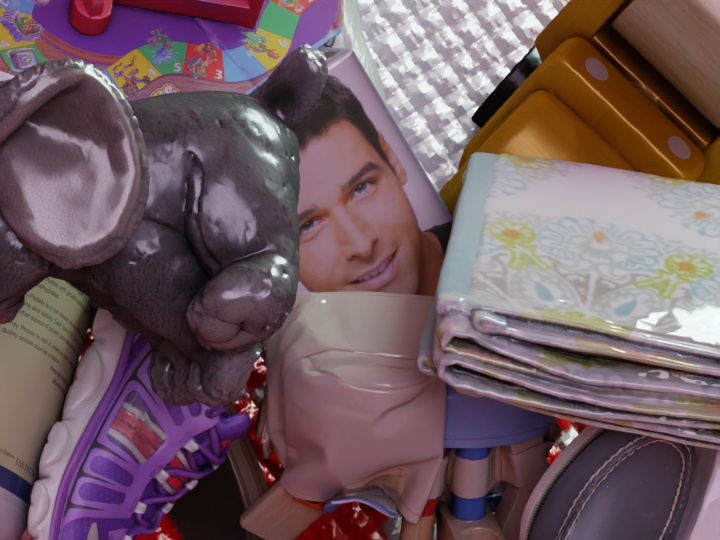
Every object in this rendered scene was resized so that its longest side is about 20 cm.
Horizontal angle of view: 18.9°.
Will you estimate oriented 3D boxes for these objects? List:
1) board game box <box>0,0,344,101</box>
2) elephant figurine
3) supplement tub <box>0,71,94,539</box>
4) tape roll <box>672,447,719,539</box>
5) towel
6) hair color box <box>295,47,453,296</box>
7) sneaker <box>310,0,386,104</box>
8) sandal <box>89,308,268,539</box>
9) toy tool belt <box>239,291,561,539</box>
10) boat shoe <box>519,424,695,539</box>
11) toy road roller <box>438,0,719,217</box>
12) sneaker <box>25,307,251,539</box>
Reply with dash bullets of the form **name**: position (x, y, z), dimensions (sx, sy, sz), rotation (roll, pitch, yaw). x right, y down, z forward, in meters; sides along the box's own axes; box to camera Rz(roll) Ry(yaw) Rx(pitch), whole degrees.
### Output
- **board game box**: position (-0.098, -0.154, 1.064), dimensions (0.200, 0.039, 0.158), rotation (-38, 78, -29)
- **elephant figurine**: position (-0.129, -0.027, 0.895), dimensions (0.199, 0.142, 0.156), rotation (19, 45, -23)
- **supplement tub**: position (-0.198, 0.018, 1.002), dimensions (0.144, 0.145, 0.201), rotation (18, 73, -9)
- **tape roll**: position (0.165, 0.113, 1.052), dimensions (0.070, 0.202, 0.203), rotation (20, 69, -8)
- **towel**: position (0.119, 0.009, 0.970), dimensions (0.170, 0.048, 0.200), rotation (11, 28, 4)
- **hair color box**: position (0.000, 0.000, 1.074), dimensions (0.099, 0.061, 0.201), rotation (-33, 101, -7)
- **sneaker**: position (-0.032, -0.158, 1.156), dimensions (0.072, 0.072, 0.201), rotation (-10, 67, 7)
- **sandal**: position (-0.081, 0.038, 1.091), dimensions (0.069, 0.077, 0.213), rotation (-13, 83, -52)
- **toy tool belt**: position (0.047, 0.079, 1.013), dimensions (0.199, 0.123, 0.125), rotation (3, 30, -11)
- **boat shoe**: position (0.096, 0.152, 0.944), dimensions (0.073, 0.062, 0.201), rotation (21, 106, -24)
- **toy road roller**: position (0.127, -0.069, 1.101), dimensions (0.123, 0.200, 0.146), rotation (43, 45, 0)
- **sneaker**: position (-0.098, 0.083, 0.990), dimensions (0.083, 0.081, 0.201), rotation (16, 75, 7)
